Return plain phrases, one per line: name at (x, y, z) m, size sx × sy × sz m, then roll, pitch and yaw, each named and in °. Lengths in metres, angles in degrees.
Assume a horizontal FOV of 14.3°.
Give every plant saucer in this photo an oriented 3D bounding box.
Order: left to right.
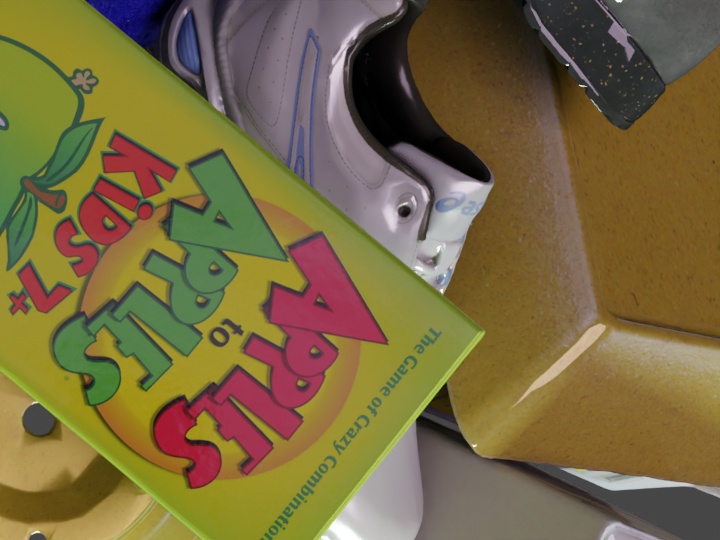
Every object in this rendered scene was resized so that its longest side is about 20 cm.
plant saucer at (0.103, -0.027, 1.024) m, size 0.199 × 0.048 × 0.201 m, roll 11°, pitch 61°, yaw -44°

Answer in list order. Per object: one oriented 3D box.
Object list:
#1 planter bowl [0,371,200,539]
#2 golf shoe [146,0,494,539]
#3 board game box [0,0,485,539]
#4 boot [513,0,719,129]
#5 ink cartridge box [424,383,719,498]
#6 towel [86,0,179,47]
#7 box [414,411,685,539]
planter bowl at (-0.108, 0.044, 0.936) m, size 0.199 × 0.083 × 0.202 m, roll -1°, pitch 93°, yaw -12°
golf shoe at (0.000, 0.000, 0.920) m, size 0.078 × 0.097 × 0.201 m, roll -29°, pitch 106°, yaw -62°
board game box at (-0.072, -0.005, 0.868) m, size 0.200 × 0.048 × 0.102 m, roll 39°, pitch 84°, yaw 2°
boot at (0.077, -0.152, 0.918) m, size 0.130 × 0.068 × 0.200 m, roll -40°, pitch 118°, yaw 7°
ink cartridge box at (0.088, -0.024, 1.098) m, size 0.199 × 0.047 × 0.199 m, roll 27°, pitch 62°, yaw -39°
towel at (-0.034, -0.160, 0.940) m, size 0.200 × 0.049 × 0.148 m, roll -34°, pitch 132°, yaw -37°
box at (0.031, 0.115, 1.023) m, size 0.128 × 0.199 × 0.109 m, roll 26°, pitch 90°, yaw -47°
